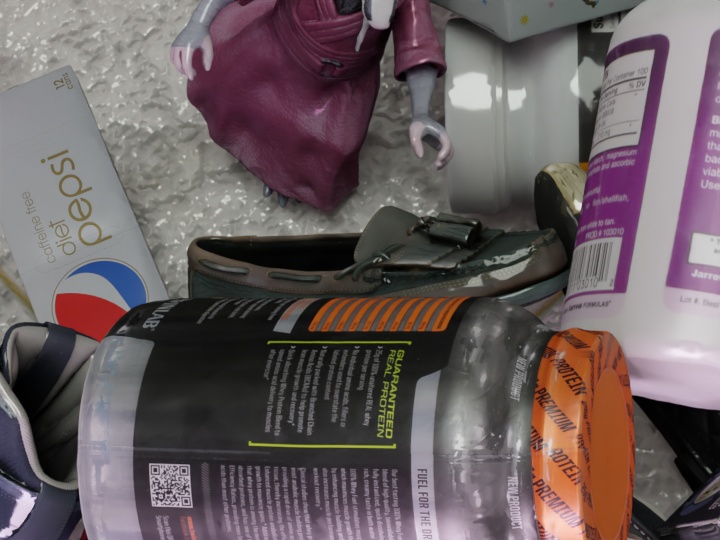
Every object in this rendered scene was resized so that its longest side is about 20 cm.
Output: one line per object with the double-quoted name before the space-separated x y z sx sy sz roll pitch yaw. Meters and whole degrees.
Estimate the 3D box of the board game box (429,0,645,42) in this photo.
"board game box" 0.112 -0.180 0.998 0.200 0.064 0.148 -20 30 -25

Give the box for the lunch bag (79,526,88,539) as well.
"lunch bag" -0.050 0.181 0.876 0.176 0.082 0.200 12 61 20

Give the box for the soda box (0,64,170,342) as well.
"soda box" -0.130 0.004 1.002 0.064 0.068 0.200 -23 66 -6

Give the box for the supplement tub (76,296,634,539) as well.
"supplement tub" 0.000 0.071 0.810 0.200 0.123 0.123 0 65 20

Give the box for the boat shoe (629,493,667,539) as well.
"boat shoe" 0.136 0.178 0.898 0.075 0.062 0.200 -26 65 5

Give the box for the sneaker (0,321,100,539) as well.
"sneaker" -0.169 0.060 0.922 0.077 0.146 0.202 9 33 -34

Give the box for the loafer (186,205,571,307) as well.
"loafer" 0.000 0.000 0.947 0.200 0.072 0.063 -12 97 31

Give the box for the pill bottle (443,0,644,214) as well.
"pill bottle" 0.142 -0.076 0.985 0.200 0.116 0.117 -2 65 5

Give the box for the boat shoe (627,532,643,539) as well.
"boat shoe" 0.061 0.096 0.915 0.200 0.072 0.060 21 69 42

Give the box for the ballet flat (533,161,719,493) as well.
"ballet flat" 0.142 0.033 0.940 0.057 0.066 0.200 -34 95 -9

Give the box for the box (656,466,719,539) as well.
"box" 0.257 0.126 0.867 0.164 0.086 0.200 -43 88 -13

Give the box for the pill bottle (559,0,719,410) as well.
"pill bottle" 0.152 -0.048 0.862 0.112 0.112 0.200 9 78 10

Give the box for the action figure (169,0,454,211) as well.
"action figure" -0.007 -0.115 0.978 0.134 0.200 0.149 30 57 -7
